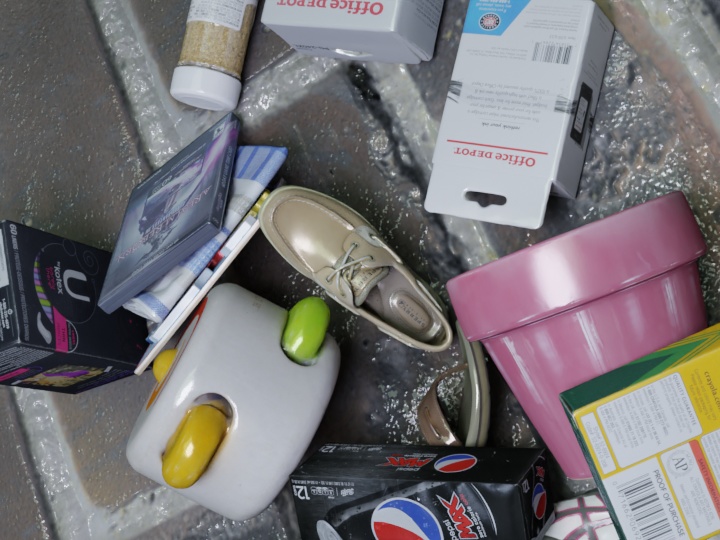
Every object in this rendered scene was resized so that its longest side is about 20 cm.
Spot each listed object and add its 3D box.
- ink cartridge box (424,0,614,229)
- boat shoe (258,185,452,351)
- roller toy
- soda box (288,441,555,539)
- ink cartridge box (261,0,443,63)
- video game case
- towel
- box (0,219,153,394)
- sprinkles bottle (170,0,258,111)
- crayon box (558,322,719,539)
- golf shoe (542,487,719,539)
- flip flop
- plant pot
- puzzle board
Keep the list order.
[{"bbox_3d":[0.137,-0.133,1.084,0.116,0.067,0.200,12,85,27],"label":"ink cartridge box"},{"bbox_3d":[0.000,0.000,1.067,0.200,0.065,0.072,40,92,-14],"label":"boat shoe"},{"bbox_3d":[-0.116,0.112,1.079,0.140,0.182,0.200,29,65,-9],"label":"roller toy"},{"bbox_3d":[0.047,0.180,0.987,0.200,0.071,0.063,-3,106,28],"label":"soda box"},{"bbox_3d":[0.006,-0.305,1.164,0.145,0.083,0.200,9,84,28],"label":"ink cartridge box"},{"bbox_3d":[-0.178,-0.058,1.181,0.143,0.019,0.200,-34,27,22],"label":"video game case"},{"bbox_3d":[-0.155,-0.039,1.166,0.200,0.024,0.147,-53,23,-10],"label":"towel"},{"bbox_3d":[-0.305,0.041,1.195,0.106,0.200,0.122,-19,72,22],"label":"box"},{"bbox_3d":[-0.137,-0.263,1.245,0.068,0.068,0.200,9,84,28],"label":"sprinkles bottle"},{"bbox_3d":[0.255,0.106,0.866,0.200,0.052,0.126,-24,101,2],"label":"crayon box"},{"bbox_3d":[0.193,0.206,1.000,0.200,0.077,0.088,6,60,27],"label":"golf shoe"},{"bbox_3d":[0.073,0.139,1.045,0.058,0.081,0.200,8,98,-1],"label":"flip flop"},{"bbox_3d":[0.187,0.056,0.965,0.200,0.200,0.179,-22,87,21],"label":"plant pot"},{"bbox_3d":[-0.138,-0.001,1.156,0.017,0.151,0.200,38,98,-7],"label":"puzzle board"}]
